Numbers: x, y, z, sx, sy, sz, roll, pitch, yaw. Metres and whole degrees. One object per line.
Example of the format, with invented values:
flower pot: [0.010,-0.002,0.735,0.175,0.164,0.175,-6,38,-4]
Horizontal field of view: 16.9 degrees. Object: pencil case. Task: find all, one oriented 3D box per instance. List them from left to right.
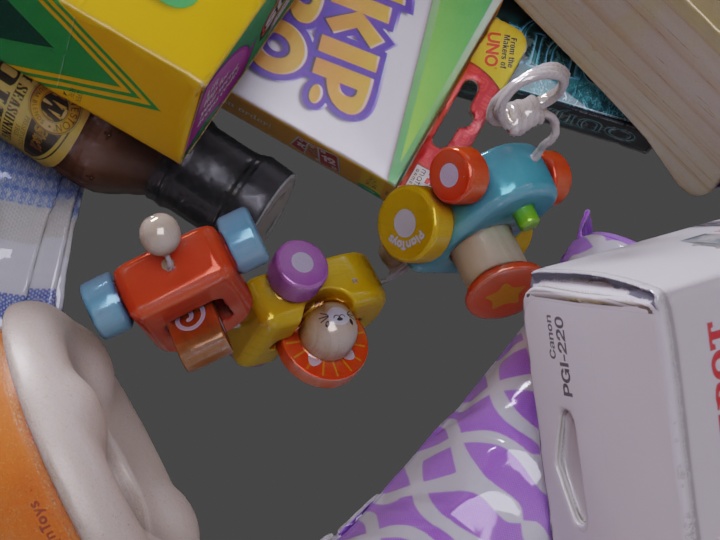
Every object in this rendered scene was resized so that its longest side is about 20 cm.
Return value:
pencil case: [0.062,0.075,0.952,0.085,0.084,0.200,33,69,27]

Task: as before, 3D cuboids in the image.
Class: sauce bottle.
sauce bottle: [-0.117,-0.075,0.948,0.199,0.065,0.065,31,72,6]

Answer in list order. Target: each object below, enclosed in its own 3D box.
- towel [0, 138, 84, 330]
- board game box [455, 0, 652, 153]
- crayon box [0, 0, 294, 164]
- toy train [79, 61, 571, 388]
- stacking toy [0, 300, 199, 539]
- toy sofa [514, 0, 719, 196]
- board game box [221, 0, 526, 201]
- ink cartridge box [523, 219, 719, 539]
towel: [-0.176,-0.073,0.988,0.145,0.024,0.202,11,71,-3]
board game box: [0.047,-0.142,1.037,0.198,0.028,0.136,17,74,-3]
crayon box: [-0.092,-0.163,0.940,0.172,0.058,0.201,31,55,2]
toy train: [0.000,0.000,0.917,0.199,0.150,0.056,-24,71,-5]
stacking toy: [-0.166,0.114,0.895,0.199,0.146,0.147,-26,78,2]
toy sofa: [0.120,-0.136,0.996,0.200,0.098,0.083,45,48,2]
board game box: [-0.035,-0.109,0.989,0.199,0.030,0.096,30,74,0]
ink cartridge box: [0.169,0.052,0.917,0.199,0.085,0.147,-15,102,-29]
